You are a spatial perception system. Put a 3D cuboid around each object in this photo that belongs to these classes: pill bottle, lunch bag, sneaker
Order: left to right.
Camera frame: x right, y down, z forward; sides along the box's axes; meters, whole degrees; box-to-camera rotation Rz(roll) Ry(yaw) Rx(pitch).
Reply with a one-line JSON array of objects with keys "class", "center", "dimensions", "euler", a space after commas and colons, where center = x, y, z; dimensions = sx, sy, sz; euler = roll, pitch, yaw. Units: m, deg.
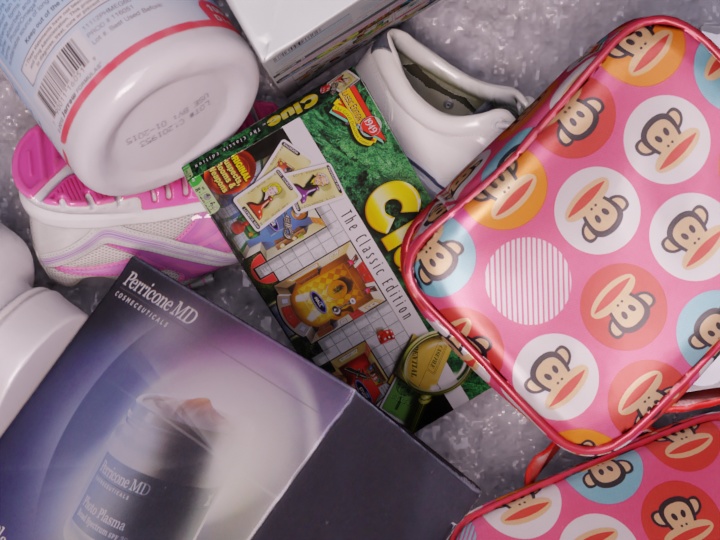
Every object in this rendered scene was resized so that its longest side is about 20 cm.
[{"class": "pill bottle", "center": [-0.244, 0.005, 1.136], "dimensions": [0.200, 0.112, 0.112], "euler": [35, 89, 13]}, {"class": "pill bottle", "center": [-0.147, -0.142, 1.108], "dimensions": [0.109, 0.109, 0.200], "euler": [-38, 66, 1]}, {"class": "sneaker", "center": [-0.090, -0.034, 1.167], "dimensions": [0.200, 0.088, 0.081], "euler": [0, 48, -13]}, {"class": "sneaker", "center": [0.076, -0.056, 1.147], "dimensions": [0.200, 0.073, 0.071], "euler": [31, 128, 4]}, {"class": "lunch bag", "center": [0.138, -0.010, 1.077], "dimensions": [0.200, 0.082, 0.176], "euler": [-44, 95, 3]}, {"class": "lunch bag", "center": [0.142, 0.158, 1.107], "dimensions": [0.200, 0.082, 0.176], "euler": [-18, 64, -15]}]

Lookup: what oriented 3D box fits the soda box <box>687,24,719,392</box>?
[{"class": "soda box", "center": [0.206, -0.028, 1.155], "dimensions": [0.068, 0.064, 0.200], "euler": [4, 87, 4]}]

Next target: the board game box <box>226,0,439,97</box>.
[{"class": "board game box", "center": [0.002, -0.160, 1.101], "dimensions": [0.147, 0.200, 0.064], "euler": [-32, 88, 0]}]

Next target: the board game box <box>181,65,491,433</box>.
[{"class": "board game box", "center": [0.000, 0.000, 1.135], "dimensions": [0.105, 0.023, 0.200], "euler": [-32, 118, 0]}]

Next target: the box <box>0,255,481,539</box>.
[{"class": "box", "center": [-0.086, 0.126, 1.068], "dimensions": [0.200, 0.123, 0.198], "euler": [27, 78, 47]}]
